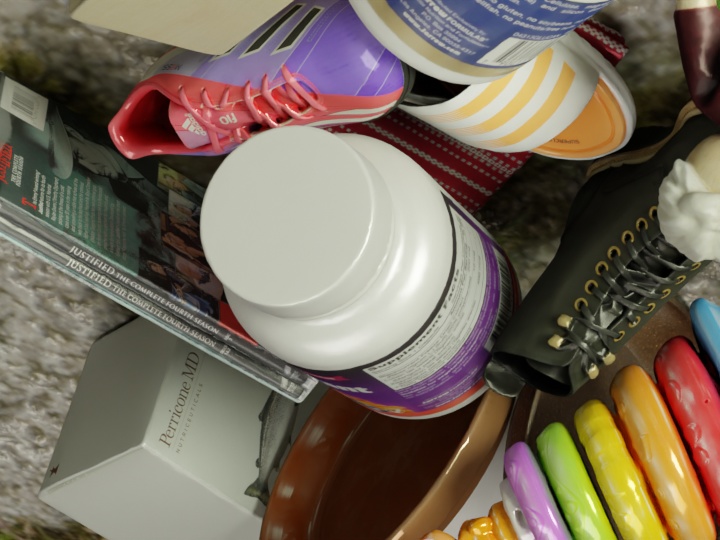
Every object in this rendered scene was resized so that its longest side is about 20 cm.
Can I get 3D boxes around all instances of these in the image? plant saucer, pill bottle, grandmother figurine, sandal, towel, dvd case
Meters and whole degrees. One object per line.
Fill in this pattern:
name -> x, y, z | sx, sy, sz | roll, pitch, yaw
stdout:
plant saucer -> 0.019, 0.098, 1.175 | 0.032, 0.201, 0.200 | 38, 140, -20
pill bottle -> 0.085, -0.165, 0.864 | 0.111, 0.111, 0.200 | 31, 142, -21
grandmother figurine -> 0.179, -0.091, 0.869 | 0.121, 0.200, 0.061 | 33, -162, 27
sandal -> 0.035, -0.101, 0.986 | 0.207, 0.059, 0.079 | 37, 140, -22
towel -> 0.023, -0.092, 1.069 | 0.144, 0.023, 0.200 | 28, 142, -13
pill bottle -> 0.000, 0.000, 1.024 | 0.111, 0.112, 0.200 | 2, 166, 20
dvd case -> -0.111, -0.020, 1.125 | 0.200, 0.146, 0.022 | 32, 111, -20
plant saucer -> 0.132, 0.106, 1.152 | 0.037, 0.201, 0.200 | 1, 144, 41

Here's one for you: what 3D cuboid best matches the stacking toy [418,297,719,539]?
stacking toy -> 0.109, 0.108, 1.029 | 0.200, 0.110, 0.116 | -25, 140, 5

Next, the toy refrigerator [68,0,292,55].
toy refrigerator -> -0.050, -0.157, 0.889 | 0.076, 0.070, 0.200 | 12, 163, -24

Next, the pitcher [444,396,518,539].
pitcher -> 0.107, 0.146, 1.284 | 0.200, 0.121, 0.172 | 13, 142, -14

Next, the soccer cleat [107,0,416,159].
soccer cleat -> -0.047, -0.083, 1.000 | 0.200, 0.073, 0.068 | -3, 120, 58

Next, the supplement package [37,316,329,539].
supplement package -> -0.074, 0.123, 1.324 | 0.200, 0.117, 0.117 | 35, 142, -26

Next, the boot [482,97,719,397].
boot -> 0.137, -0.002, 0.989 | 0.077, 0.138, 0.200 | 37, 163, -7

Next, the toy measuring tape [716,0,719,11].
toy measuring tape -> 0.206, -0.094, 0.943 | 0.200, 0.074, 0.074 | 33, 142, -23
